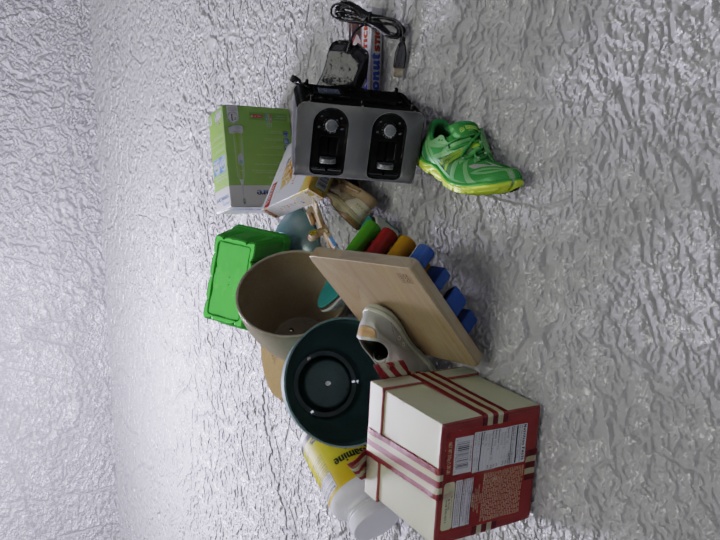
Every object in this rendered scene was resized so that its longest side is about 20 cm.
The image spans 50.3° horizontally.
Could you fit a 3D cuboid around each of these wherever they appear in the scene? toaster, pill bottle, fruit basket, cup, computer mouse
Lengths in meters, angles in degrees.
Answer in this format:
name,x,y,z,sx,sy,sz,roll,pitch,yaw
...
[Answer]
name,x,y,z,sx,sy,sz,roll,pitch,yaw
toaster,-0.015,-0.207,1.126,0.200,0.180,0.119,-108,23,-66
pill bottle,-0.016,0.343,1.285,0.200,0.112,0.113,54,136,41
fruit basket,-0.210,0.016,1.496,0.155,0.215,0.217,13,107,24
cup,-0.114,0.083,1.376,0.144,0.200,0.201,87,158,-48
computer mouse,0.004,-0.312,1.212,0.140,0.046,0.201,20,109,18

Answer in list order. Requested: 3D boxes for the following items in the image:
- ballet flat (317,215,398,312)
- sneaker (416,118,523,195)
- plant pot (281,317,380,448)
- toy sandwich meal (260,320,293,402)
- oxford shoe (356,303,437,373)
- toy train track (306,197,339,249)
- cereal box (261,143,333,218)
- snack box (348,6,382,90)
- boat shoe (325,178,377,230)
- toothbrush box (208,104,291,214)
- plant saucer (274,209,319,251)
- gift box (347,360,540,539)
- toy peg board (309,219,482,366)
name,x,y,z,sx,sy,sz,roll,pitch,yaw
ballet flat,0.000,0.000,1.248,0.200,0.069,0.070,-58,45,29
sneaker,0.137,-0.152,1.011,0.200,0.074,0.084,39,130,52
plant pot,-0.041,0.184,1.249,0.134,0.199,0.201,151,112,-70
toy sandwich meal,-0.137,0.168,1.520,0.205,0.070,0.206,18,110,62
oxford shoe,0.053,0.128,1.098,0.075,0.200,0.058,6,54,43
toy train track,-0.054,-0.038,1.205,0.200,0.032,0.115,57,170,48
cereal box,-0.095,-0.175,1.325,0.200,0.039,0.144,-13,53,58
snack box,0.006,-0.323,1.260,0.072,0.024,0.201,15,106,56
boat shoe,-0.023,-0.133,1.303,0.065,0.071,0.200,-47,35,6
toothbrush box,-0.214,-0.218,1.524,0.086,0.145,0.201,-14,82,58
plant saucer,-0.141,-0.024,1.526,0.201,0.039,0.202,8,99,59
gift box,0.099,0.224,1.004,0.187,0.199,0.185,20,105,58
toy peg board,0.068,0.020,1.070,0.199,0.098,0.200,7,143,47
